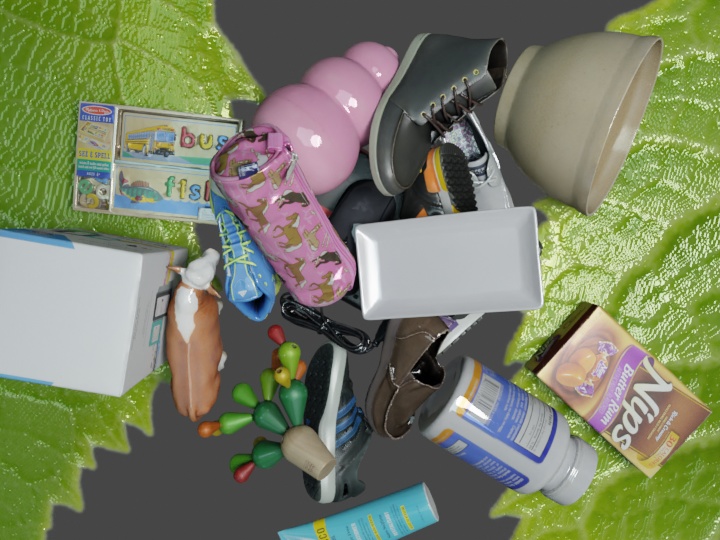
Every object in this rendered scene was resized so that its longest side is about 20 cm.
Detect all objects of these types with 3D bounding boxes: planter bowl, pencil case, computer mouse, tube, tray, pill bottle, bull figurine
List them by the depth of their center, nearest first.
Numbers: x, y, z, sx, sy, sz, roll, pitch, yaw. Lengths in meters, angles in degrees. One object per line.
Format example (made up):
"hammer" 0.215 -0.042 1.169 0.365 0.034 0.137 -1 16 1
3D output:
"pencil case" -0.074 -0.050 0.710 0.083 0.086 0.200 -41 131 -14
"tray" 0.093 -0.006 0.740 0.199 0.022 0.108 -5 89 21
"planter bowl" 0.236 -0.179 0.777 0.134 0.200 0.201 25 94 24
"computer mouse" 0.000 0.000 0.803 0.140 0.046 0.200 32 94 9
"bull figurine" -0.192 0.071 0.806 0.065 0.121 0.201 5 95 -3
"pill bottle" 0.180 0.199 0.833 0.200 0.112 0.112 32 93 -5
"tube" 0.000 0.331 0.876 0.199 0.050 0.078 -25 88 6

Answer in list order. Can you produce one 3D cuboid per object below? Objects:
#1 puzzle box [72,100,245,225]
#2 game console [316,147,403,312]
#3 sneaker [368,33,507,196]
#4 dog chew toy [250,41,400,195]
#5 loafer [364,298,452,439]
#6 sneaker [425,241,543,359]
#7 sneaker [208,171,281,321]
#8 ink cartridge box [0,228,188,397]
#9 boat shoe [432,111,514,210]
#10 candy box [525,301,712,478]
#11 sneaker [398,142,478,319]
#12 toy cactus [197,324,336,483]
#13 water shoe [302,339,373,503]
"puzzle box" -0.244 -0.129 0.835 0.199 0.025 0.134 5 94 -2
"game console" -0.027 -0.067 0.848 0.199 0.031 0.177 29 96 -4
"sneaker" 0.083 -0.172 0.734 0.106 0.075 0.201 10 74 36
"dog chew toy" -0.029 -0.179 0.767 0.125 0.125 0.200 44 75 -5
"loafer" 0.058 0.129 0.808 0.071 0.073 0.201 31 129 32
"sneaker" 0.129 0.014 0.837 0.200 0.076 0.088 -42 89 2
"sneaker" -0.122 -0.028 0.763 0.075 0.105 0.201 -10 128 0
"ink cartridge box" -0.294 0.036 0.761 0.146 0.200 0.147 10 93 -2
"boat shoe" 0.135 -0.126 0.824 0.072 0.069 0.201 -20 95 0
"candy box" 0.322 0.148 0.861 0.200 0.056 0.117 41 92 -6
"sneaker" 0.088 -0.043 0.802 0.090 0.070 0.201 -6 92 42
"toy cactus" -0.100 0.182 0.813 0.165 0.102 0.201 35 101 28
"water shoe" -0.026 0.186 0.858 0.079 0.071 0.201 5 92 -31
